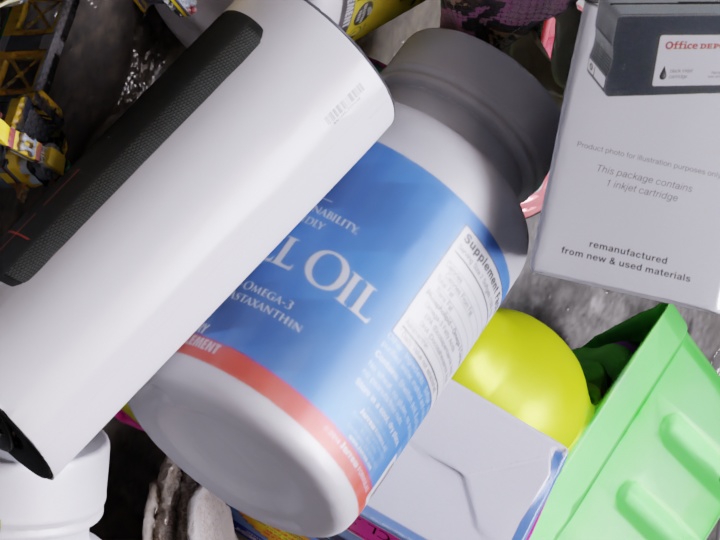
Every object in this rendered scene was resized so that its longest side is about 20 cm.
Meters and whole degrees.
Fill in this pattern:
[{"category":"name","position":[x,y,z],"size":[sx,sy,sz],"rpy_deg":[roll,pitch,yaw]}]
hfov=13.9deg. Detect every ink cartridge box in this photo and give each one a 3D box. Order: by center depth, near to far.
[{"category":"ink cartridge box","position":[0.135,-0.094,1.226],"size":[0.145,0.084,0.201],"rpy_deg":[-24,126,-80]},{"category":"ink cartridge box","position":[0.011,0.103,1.350],"size":[0.077,0.136,0.200],"rpy_deg":[-58,174,-16]}]

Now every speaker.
[{"category":"speaker","position":[-0.080,-0.015,1.140],"size":[0.200,0.081,0.081],"rpy_deg":[-46,137,-14]}]

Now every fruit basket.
[{"category":"fruit basket","position":[0.081,0.093,1.507],"size":[0.214,0.155,0.217],"rpy_deg":[5,74,-18]}]

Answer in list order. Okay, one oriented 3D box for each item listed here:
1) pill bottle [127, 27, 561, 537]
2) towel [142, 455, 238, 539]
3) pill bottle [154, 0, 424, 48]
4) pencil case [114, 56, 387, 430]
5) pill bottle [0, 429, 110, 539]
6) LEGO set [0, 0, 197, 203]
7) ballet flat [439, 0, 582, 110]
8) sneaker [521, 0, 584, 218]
[{"category":"pill bottle","position":[0.000,0.000,1.220],"size":[0.200,0.112,0.112],"rpy_deg":[-56,140,-23]},{"category":"towel","position":[-0.074,0.194,1.312],"size":[0.133,0.034,0.201],"rpy_deg":[71,21,-59]},{"category":"pill bottle","position":[0.004,-0.168,1.294],"size":[0.200,0.111,0.112],"rpy_deg":[-34,129,-41]},{"category":"pencil case","position":[-0.056,-0.017,1.298],"size":[0.201,0.088,0.089],"rpy_deg":[-58,141,-23]},{"category":"pill bottle","position":[-0.156,0.160,1.210],"size":[0.119,0.119,0.201],"rpy_deg":[-9,111,-50]},{"category":"LEGO set","position":[-0.126,-0.124,1.114],"size":[0.200,0.115,0.154],"rpy_deg":[58,43,-41]},{"category":"ballet flat","position":[0.064,-0.096,1.293],"size":[0.069,0.071,0.200],"rpy_deg":[-50,173,-16]},{"category":"sneaker","position":[0.105,-0.112,1.479],"size":[0.200,0.073,0.087],"rpy_deg":[-48,136,-29]}]
